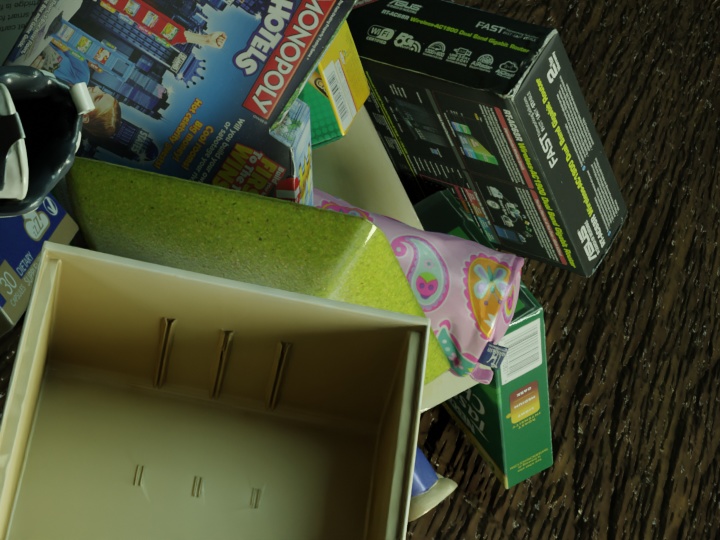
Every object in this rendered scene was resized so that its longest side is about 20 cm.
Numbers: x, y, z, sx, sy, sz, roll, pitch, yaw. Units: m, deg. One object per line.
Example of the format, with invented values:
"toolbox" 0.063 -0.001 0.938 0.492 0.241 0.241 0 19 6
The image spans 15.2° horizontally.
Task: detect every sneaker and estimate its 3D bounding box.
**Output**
"sneaker" -0.217 -0.052 1.338 0.198 0.129 0.080 -18 90 -29

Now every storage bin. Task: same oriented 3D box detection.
"storage bin" -0.080 0.107 1.320 0.198 0.094 0.199 12 48 -4

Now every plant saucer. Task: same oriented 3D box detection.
"plant saucer" -0.065 0.017 1.566 0.200 0.198 0.048 62 44 -60

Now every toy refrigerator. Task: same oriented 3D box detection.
"toy refrigerator" 0.004 -0.003 1.775 0.201 0.070 0.076 65 -19 -1

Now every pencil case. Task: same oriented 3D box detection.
"pencil case" 0.000 0.000 1.641 0.199 0.088 0.088 21 23 1

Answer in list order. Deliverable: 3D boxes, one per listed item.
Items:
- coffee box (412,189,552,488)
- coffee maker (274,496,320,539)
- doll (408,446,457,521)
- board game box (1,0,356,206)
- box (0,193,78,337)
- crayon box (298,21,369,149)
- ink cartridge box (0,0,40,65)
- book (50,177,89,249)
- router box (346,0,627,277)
"coffee box" 0.081 0.050 1.843 0.123 0.044 0.201 53 -15 31
"coffee maker" -0.073 0.135 1.460 0.191 0.135 0.201 6 41 -27
"doll" -0.011 0.064 1.714 0.201 0.048 0.136 56 -9 -6
"board game box" -0.088 -0.114 1.531 0.199 0.200 0.062 33 28 -7
"box" -0.243 -0.064 1.454 0.200 0.032 0.121 48 27 -13
"crayon box" -0.059 -0.179 1.651 0.119 0.058 0.201 -63 134 -72
"ink cartridge box" -0.194 -0.197 1.598 0.083 0.145 0.201 -108 -166 -49
"book" -0.233 -0.045 1.525 0.199 0.048 0.134 18 39 -53
"router box" 0.079 -0.092 1.778 0.149 0.062 0.200 19 -26 32
